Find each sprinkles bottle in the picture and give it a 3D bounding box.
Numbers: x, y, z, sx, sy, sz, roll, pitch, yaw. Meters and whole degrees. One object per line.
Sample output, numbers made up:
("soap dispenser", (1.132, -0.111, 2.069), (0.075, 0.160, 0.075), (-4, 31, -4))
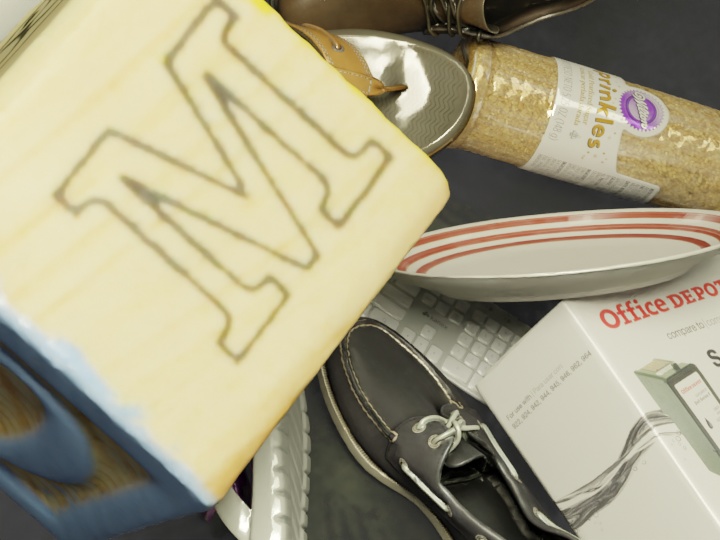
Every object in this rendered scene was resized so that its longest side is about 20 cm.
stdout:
("sprinkles bottle", (0.143, -0.075, 1.572), (0.199, 0.068, 0.068), (15, 54, -13))

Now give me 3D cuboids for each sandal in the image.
("sandal", (-0.055, 0.118, 1.364), (0.050, 0.083, 0.203), (-5, 56, 8))
("sandal", (-0.037, -0.108, 1.496), (0.200, 0.055, 0.082), (19, 83, -3))

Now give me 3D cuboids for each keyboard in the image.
("keyboard", (0.000, 0.000, 1.496), (0.200, 0.011, 0.056), (33, 52, 0))

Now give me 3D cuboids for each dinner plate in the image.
("dinner plate", (0.105, -0.007, 1.453), (0.200, 0.200, 0.024), (-12, 99, -29))

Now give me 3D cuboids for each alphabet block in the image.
("alphabet block", (-0.115, -0.014, 1.298), (0.196, 0.195, 0.200), (44, 65, -13))

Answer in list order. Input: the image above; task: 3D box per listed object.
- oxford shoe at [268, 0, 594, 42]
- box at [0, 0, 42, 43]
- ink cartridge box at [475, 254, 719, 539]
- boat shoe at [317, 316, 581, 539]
("oxford shoe", (0.045, -0.161, 1.532), (0.199, 0.073, 0.085), (-13, 34, 10))
("box", (-0.238, -0.215, 1.421), (0.200, 0.125, 0.097), (36, 44, 26))
("ink cartridge box", (0.177, 0.101, 1.443), (0.145, 0.084, 0.200), (-15, 65, -48))
("boat shoe", (0.053, 0.096, 1.424), (0.073, 0.063, 0.200), (-26, 72, -34))
